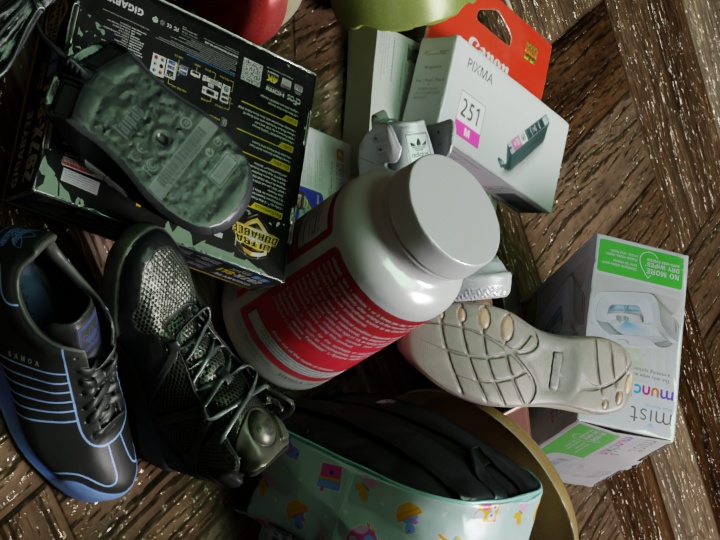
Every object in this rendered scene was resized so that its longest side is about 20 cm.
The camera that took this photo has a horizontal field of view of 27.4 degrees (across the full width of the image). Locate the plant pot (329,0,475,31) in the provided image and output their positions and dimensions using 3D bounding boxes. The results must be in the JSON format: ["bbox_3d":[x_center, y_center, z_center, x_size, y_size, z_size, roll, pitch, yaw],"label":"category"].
[{"bbox_3d":[0.022,-0.301,1.193,0.200,0.199,0.191,-46,134,-48],"label":"plant pot"}]

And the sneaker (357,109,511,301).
[{"bbox_3d":[0.050,-0.052,1.136,0.075,0.200,0.115,-6,111,-28],"label":"sneaker"}]

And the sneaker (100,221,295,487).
[{"bbox_3d":[-0.099,0.061,0.949,0.076,0.114,0.200,-43,137,-41],"label":"sneaker"}]

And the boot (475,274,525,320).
[{"bbox_3d":[0.090,0.088,1.307,0.200,0.070,0.147,-13,107,-44],"label":"boot"}]

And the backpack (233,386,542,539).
[{"bbox_3d":[0.026,0.177,1.079,0.176,0.199,0.154,5,95,-56],"label":"backpack"}]

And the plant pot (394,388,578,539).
[{"bbox_3d":[0.097,0.176,1.178,0.027,0.200,0.201,-34,113,-36],"label":"plant pot"}]

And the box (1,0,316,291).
[{"bbox_3d":[-0.128,-0.092,0.993,0.199,0.049,0.160,20,71,-36],"label":"box"}]

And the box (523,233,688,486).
[{"bbox_3d":[0.216,0.089,1.357,0.096,0.200,0.177,13,69,-9],"label":"box"}]

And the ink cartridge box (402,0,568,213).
[{"bbox_3d":[0.124,-0.165,1.329,0.200,0.043,0.174,28,71,-48],"label":"ink cartridge box"}]

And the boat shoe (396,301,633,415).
[{"bbox_3d":[0.112,0.071,1.136,0.199,0.072,0.076,17,82,-22],"label":"boat shoe"}]

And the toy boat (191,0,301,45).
[{"bbox_3d":[-0.129,-0.235,1.022,0.131,0.130,0.200,-39,120,-16],"label":"toy boat"}]

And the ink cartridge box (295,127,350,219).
[{"bbox_3d":[-0.077,-0.073,1.117,0.200,0.037,0.095,20,68,-54],"label":"ink cartridge box"}]

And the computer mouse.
[{"bbox_3d":[-0.142,-0.119,0.930,0.200,0.046,0.141,37,64,-16],"label":"computer mouse"}]

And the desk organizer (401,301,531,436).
[{"bbox_3d":[0.086,0.085,1.221,0.077,0.072,0.201,-24,124,-23],"label":"desk organizer"}]

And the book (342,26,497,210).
[{"bbox_3d":[0.059,-0.123,1.313,0.200,0.048,0.134,19,72,-51],"label":"book"}]

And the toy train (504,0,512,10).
[{"bbox_3d":[0.096,-0.342,1.379,0.200,0.084,0.116,51,33,-37],"label":"toy train"}]

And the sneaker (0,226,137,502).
[{"bbox_3d":[-0.180,0.062,0.910,0.070,0.078,0.201,-54,127,-44],"label":"sneaker"}]

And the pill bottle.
[{"bbox_3d":[0.000,0.000,1.052,0.112,0.200,0.113,24,50,-33],"label":"pill bottle"}]
